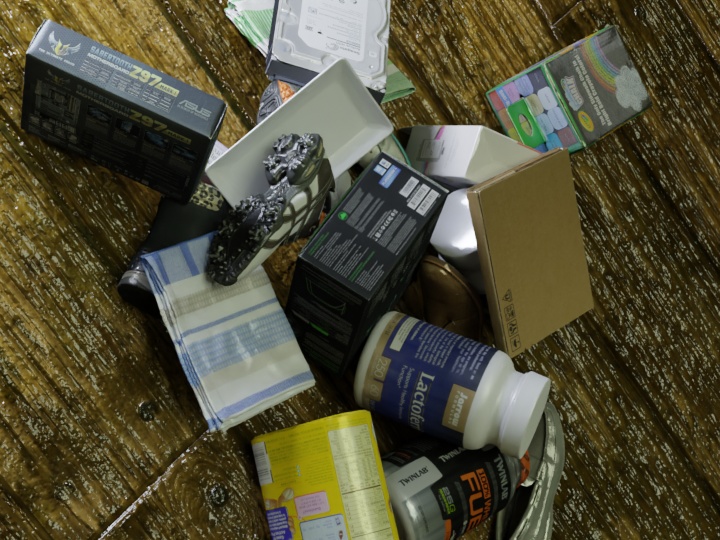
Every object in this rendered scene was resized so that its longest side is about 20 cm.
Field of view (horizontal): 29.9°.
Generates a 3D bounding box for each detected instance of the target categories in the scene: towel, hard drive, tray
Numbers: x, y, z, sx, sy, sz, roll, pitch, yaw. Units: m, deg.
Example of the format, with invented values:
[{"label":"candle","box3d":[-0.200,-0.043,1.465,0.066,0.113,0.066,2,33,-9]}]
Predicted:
[{"label":"towel","box3d":[-0.048,-0.264,1.592,0.152,0.023,0.200,-23,62,-36]},{"label":"hard drive","box3d":[-0.035,-0.280,1.573,0.139,0.038,0.201,15,48,-12]},{"label":"tray","box3d":[-0.068,-0.136,1.497,0.200,0.022,0.108,-40,116,-4]},{"label":"towel","box3d":[-0.136,0.056,1.413,0.146,0.024,0.201,-21,85,-41]}]

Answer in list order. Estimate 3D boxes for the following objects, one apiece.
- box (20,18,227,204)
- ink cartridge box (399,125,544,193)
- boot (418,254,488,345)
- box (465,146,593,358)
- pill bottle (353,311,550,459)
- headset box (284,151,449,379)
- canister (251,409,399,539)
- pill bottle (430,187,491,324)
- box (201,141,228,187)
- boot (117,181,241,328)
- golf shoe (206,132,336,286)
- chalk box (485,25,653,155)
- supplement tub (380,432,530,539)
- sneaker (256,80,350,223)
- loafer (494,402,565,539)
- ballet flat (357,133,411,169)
[{"label":"box","box3d":[-0.245,-0.158,1.378,0.199,0.158,0.051,24,64,-5]},{"label":"ink cartridge box","box3d":[0.128,-0.126,1.632,0.116,0.200,0.068,20,87,-27]},{"label":"boot","box3d":[0.100,0.067,1.584,0.075,0.073,0.201,-46,139,-25]},{"label":"box","box3d":[0.197,-0.021,1.538,0.163,0.021,0.201,-26,111,-38]},{"label":"pill bottle","box3d":[0.102,0.130,1.498,0.199,0.116,0.116,19,61,16]},{"label":"headset box","box3d":[0.000,0.000,1.505,0.092,0.200,0.174,32,60,9]},{"label":"canister","box3d":[-0.033,0.262,1.445,0.086,0.148,0.201,1,74,-59]},{"label":"pill bottle","box3d":[0.162,-0.013,1.611,0.200,0.119,0.120,42,54,-50]},{"label":"box","box3d":[-0.223,-0.161,1.495,0.200,0.041,0.039,37,61,-19]},{"label":"boot","box3d":[-0.154,-0.002,1.480,0.203,0.073,0.155,28,61,-25]},{"label":"golf shoe","box3d":[-0.084,-0.051,1.439,0.201,0.077,0.095,-56,135,-23]},{"label":"chalk box","box3d":[0.260,-0.217,1.772,0.199,0.124,0.125,-30,96,-33]},{"label":"supplement tub","box3d":[0.093,0.244,1.544,0.199,0.122,0.123,-25,92,-34]},{"label":"sneaker","box3d":[-0.059,-0.135,1.587,0.092,0.075,0.201,16,57,-59]},{"label":"loafer","box3d":[0.202,0.254,1.644,0.070,0.070,0.201,21,67,-36]},{"label":"ballet flat","box3d":[-0.003,-0.170,1.628,0.063,0.067,0.201,-23,85,-28]}]
